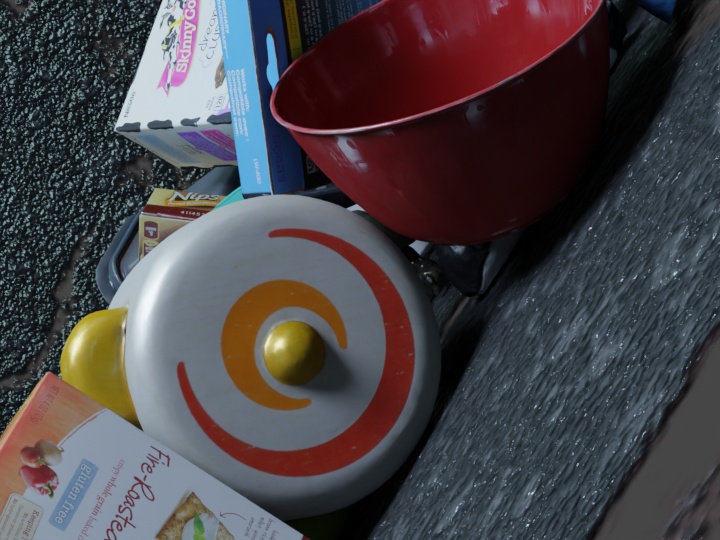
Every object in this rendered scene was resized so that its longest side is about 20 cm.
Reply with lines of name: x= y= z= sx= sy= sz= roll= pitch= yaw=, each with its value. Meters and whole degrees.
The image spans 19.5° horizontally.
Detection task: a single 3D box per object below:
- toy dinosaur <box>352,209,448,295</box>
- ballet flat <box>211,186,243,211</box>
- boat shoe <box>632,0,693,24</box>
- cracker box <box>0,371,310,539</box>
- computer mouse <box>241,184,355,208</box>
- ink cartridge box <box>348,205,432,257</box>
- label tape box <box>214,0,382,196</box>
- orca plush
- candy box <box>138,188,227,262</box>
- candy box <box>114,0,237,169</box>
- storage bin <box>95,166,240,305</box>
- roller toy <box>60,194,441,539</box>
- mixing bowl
toy dinosaur: x=0.000 y=0.000 z=1.413 sx=0.077 sy=0.102 sz=0.200 roll=-60 pitch=7 yaw=-21
ballet flat: x=-0.113 y=0.013 z=1.517 sx=0.200 sy=0.064 sz=0.076 roll=-43 pitch=40 yaw=16
boat shoe: x=0.177 y=-0.203 z=1.249 sx=0.069 sy=0.084 sz=0.200 roll=-54 pitch=24 yaw=17
cracker box: x=-0.112 y=0.160 z=1.078 sx=0.058 sy=0.200 sz=0.134 roll=-50 pitch=10 yaw=38
computer mouse: x=0.018 y=-0.068 z=1.413 sx=0.034 sy=0.199 sz=0.059 roll=77 pitch=-175 yaw=-50
ink cartridge box: x=0.040 y=-0.083 z=1.582 sx=0.200 sy=0.085 sz=0.146 roll=-57 pitch=7 yaw=21
label tape box: x=-0.042 y=-0.124 z=1.288 sx=0.063 sy=0.145 sz=0.200 roll=-4 pitch=7 yaw=27
orca plush: x=0.091 y=-0.085 z=1.280 sx=0.200 sy=0.071 sz=0.105 roll=-57 pitch=7 yaw=-1
candy box: x=-0.110 y=0.043 z=1.604 sx=0.055 sy=0.115 sz=0.201 roll=-70 pitch=-14 yaw=-64
candy box: x=-0.073 y=-0.166 z=1.523 sx=0.200 sy=0.071 sz=0.168 roll=-1 pitch=66 yaw=50
storage bin: x=-0.083 y=0.002 z=1.683 sx=0.134 sy=0.200 sz=0.146 roll=-39 pitch=16 yaw=33
roller toy: x=-0.054 y=0.051 z=1.198 sx=0.183 sy=0.200 sz=0.140 roll=-56 pitch=9 yaw=-16
mixing bowl: x=0.061 y=-0.085 z=1.185 sx=0.199 sy=0.109 sz=0.200 roll=-20 pitch=26 yaw=10
